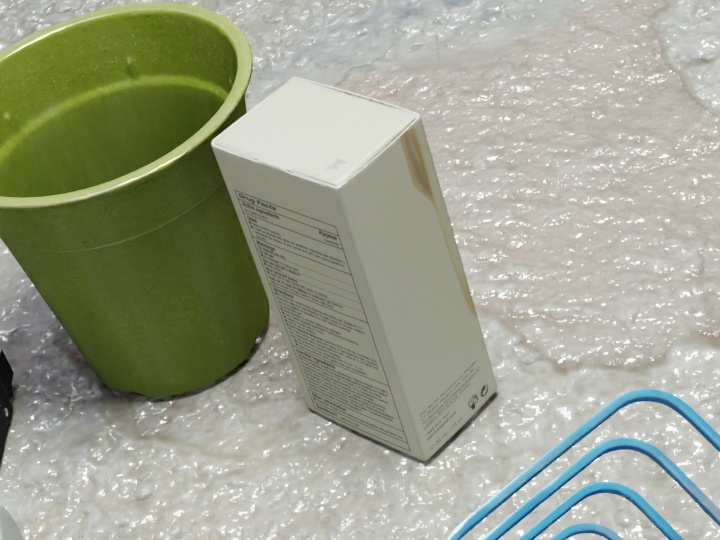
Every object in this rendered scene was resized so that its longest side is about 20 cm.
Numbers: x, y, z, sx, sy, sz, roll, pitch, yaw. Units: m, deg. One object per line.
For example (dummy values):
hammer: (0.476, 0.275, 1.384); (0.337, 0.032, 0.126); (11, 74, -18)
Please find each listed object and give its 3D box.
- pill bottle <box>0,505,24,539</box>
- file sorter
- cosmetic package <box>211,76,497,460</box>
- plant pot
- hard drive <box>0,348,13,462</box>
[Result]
pill bottle: (-0.264, 0.203, 0.966); (0.199, 0.114, 0.114); (-20, 38, -4)
file sorter: (0.100, 0.161, 0.777); (0.139, 0.200, 0.123); (-36, 69, -22)
cosmetic package: (0.000, 0.000, 1.042); (0.105, 0.201, 0.071); (22, 52, 39)
plant pot: (-0.136, -0.030, 1.141); (0.199, 0.191, 0.201); (-11, 38, 9)
hard drive: (-0.291, 0.133, 1.126); (0.139, 0.038, 0.201); (-10, 37, 9)
